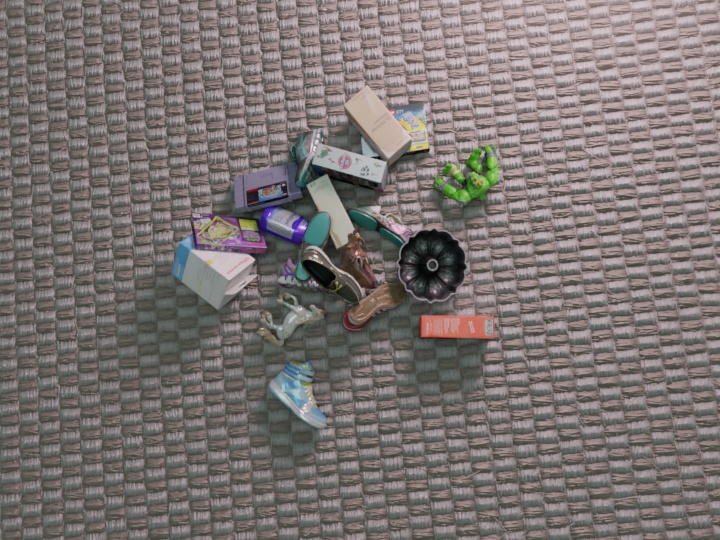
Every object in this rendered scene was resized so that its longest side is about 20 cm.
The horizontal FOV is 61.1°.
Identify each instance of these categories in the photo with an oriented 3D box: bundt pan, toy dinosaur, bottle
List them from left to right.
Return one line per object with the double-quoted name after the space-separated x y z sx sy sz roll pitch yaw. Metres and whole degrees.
-0.184 -0.118 1.731 0.196 0.066 0.084 23 42 7 "bottle"
0.000 0.000 1.653 0.200 0.134 0.087 47 49 -26 "toy dinosaur"
0.193 -0.012 1.688 0.197 0.076 0.207 0 87 -4 "bundt pan"

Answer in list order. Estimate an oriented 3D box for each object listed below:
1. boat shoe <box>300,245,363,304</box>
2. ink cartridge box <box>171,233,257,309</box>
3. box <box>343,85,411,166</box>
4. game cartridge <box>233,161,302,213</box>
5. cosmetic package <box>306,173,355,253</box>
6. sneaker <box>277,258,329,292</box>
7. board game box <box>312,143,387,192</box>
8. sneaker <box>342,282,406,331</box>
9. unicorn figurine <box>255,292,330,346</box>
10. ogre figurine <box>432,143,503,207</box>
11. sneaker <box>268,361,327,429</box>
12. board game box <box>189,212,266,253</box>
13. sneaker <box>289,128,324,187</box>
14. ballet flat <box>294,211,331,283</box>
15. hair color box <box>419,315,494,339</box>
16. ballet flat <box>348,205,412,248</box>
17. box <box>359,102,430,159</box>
-0.076 0.024 1.596 0.201 0.061 0.072 43 123 -11 "boat shoe"
-0.398 -0.003 1.687 0.199 0.129 0.126 37 128 7 "ink cartridge box"
0.049 -0.403 1.710 0.095 0.078 0.201 -40 82 -2 "box"
-0.266 -0.239 1.748 0.195 0.039 0.132 -13 50 2 "game cartridge"
-0.074 -0.157 1.718 0.070 0.105 0.203 -26 81 2 "cosmetic package"
-0.134 0.010 1.719 0.195 0.081 0.091 8 76 6 "sneaker"
-0.025 -0.284 1.707 0.196 0.148 0.066 16 87 6 "board game box"
0.032 0.104 1.707 0.197 0.113 0.072 -25 79 -30 "sneaker"
-0.191 0.130 1.717 0.137 0.074 0.201 42 102 -2 "unicorn figurine"
0.314 -0.260 1.711 0.197 0.099 0.121 -24 64 -14 "ogre figurine"
-0.146 0.331 1.681 0.199 0.080 0.131 38 89 6 "sneaker"
-0.366 -0.103 1.692 0.196 0.033 0.121 4 42 -29 "board game box"
-0.165 -0.320 1.746 0.089 0.078 0.203 5 57 15 "sneaker"
-0.130 -0.062 1.661 0.066 0.075 0.204 19 90 3 "ballet flat"
0.260 0.155 1.661 0.195 0.102 0.063 0 83 4 "hair color box"
0.060 -0.139 1.731 0.197 0.069 0.072 30 65 1 "ballet flat"
0.096 -0.401 1.765 0.195 0.038 0.140 -7 83 3 "box"
